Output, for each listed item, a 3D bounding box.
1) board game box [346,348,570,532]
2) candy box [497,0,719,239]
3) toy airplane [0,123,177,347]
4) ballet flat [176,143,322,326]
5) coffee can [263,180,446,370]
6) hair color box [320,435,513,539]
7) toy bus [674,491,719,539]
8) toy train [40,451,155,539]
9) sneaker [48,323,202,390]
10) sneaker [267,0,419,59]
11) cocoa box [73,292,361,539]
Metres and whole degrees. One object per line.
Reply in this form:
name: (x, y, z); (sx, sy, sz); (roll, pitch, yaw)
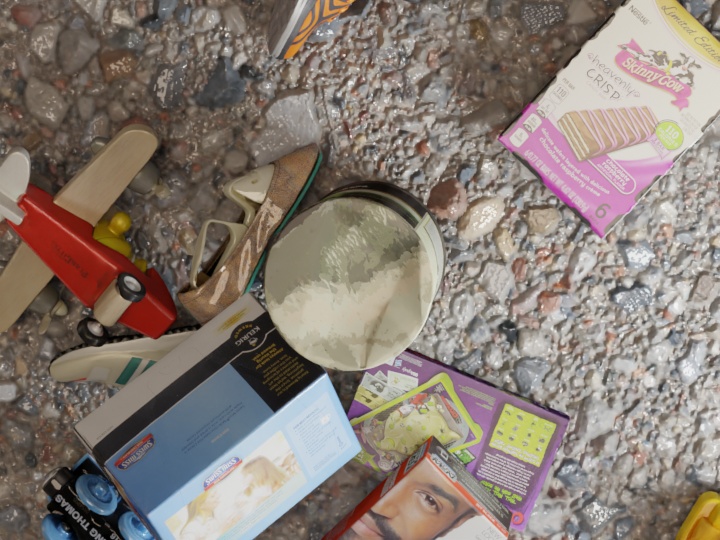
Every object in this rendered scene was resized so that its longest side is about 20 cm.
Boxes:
board game box: (0.086, 0.155, 1.557); (0.199, 0.032, 0.121); (23, 96, 3)
candy box: (0.240, -0.147, 1.486); (0.136, 0.061, 0.200); (42, 99, 0)
toy airplane: (-0.267, -0.035, 1.515); (0.198, 0.141, 0.201); (0, 107, 16)
ballet flat: (-0.106, -0.043, 1.510); (0.067, 0.068, 0.201); (31, 80, -18)
coffee can: (0.000, 0.000, 1.459); (0.145, 0.200, 0.148); (1, 97, 5)
hair color box: (0.035, 0.265, 1.542); (0.111, 0.064, 0.200); (44, 107, -3)
toy bus: (0.377, 0.304, 1.462); (0.199, 0.192, 0.137); (24, 100, 4)
toy train: (-0.215, 0.253, 1.557); (0.200, 0.114, 0.087); (44, 112, 0)
sneaker: (-0.198, 0.105, 1.559); (0.198, 0.070, 0.094); (-9, 91, 4)
sneaker: (-0.004, -0.254, 1.478); (0.111, 0.078, 0.200); (17, 136, -21)
cocoa box: (-0.123, 0.149, 1.449); (0.200, 0.134, 0.131); (-38, 52, -13)
